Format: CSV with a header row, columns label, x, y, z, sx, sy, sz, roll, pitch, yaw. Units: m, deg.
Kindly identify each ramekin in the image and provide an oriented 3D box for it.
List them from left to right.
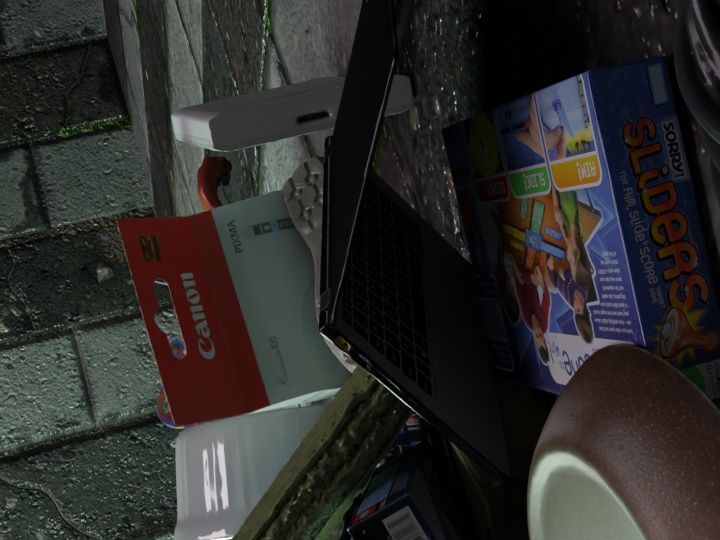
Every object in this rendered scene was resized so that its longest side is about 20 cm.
label,x,y,z,sx,sy,sz,roll,pitch,yaw
ramekin,-0.067,0.176,1.119,0.200,0.199,0.098,132,131,-75

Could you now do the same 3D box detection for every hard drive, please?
label,x,y,z,sx,sy,sz,roll,pitch,yaw
hard drive,-0.054,-0.110,0.888,0.200,0.131,0.026,-153,50,-74

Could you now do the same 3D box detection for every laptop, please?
label,x,y,z,sx,sy,sz,roll,pitch,yaw
laptop,0.040,-0.039,0.631,0.200,0.116,0.188,42,-156,-23

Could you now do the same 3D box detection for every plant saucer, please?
label,x,y,z,sx,sy,sz,roll,pitch,yaw
plant saucer,0.109,0.129,0.487,0.200,0.036,0.201,165,90,-75

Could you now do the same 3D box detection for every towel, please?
label,x,y,z,sx,sy,sz,roll,pitch,yaw
towel,-0.023,0.117,0.727,0.036,0.200,0.148,37,162,-2

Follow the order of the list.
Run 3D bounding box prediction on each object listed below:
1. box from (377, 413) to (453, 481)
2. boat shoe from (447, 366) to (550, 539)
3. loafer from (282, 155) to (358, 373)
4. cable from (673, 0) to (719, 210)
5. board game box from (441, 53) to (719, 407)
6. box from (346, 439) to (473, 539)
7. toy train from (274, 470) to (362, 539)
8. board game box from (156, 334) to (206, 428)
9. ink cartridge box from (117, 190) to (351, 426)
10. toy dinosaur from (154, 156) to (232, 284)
label,x,y,z,sx,sy,sz,roll,pitch,yaw
box,0.056,0.158,0.885,0.200,0.046,0.160,142,113,-77
boat shoe,0.094,0.134,0.663,0.066,0.071,0.201,75,173,-45
loafer,0.000,0.000,0.940,0.070,0.070,0.201,28,-145,-44
cable,0.132,-0.080,0.322,0.201,0.051,0.164,86,169,-46
board game box,0.092,-0.012,0.574,0.200,0.034,0.136,-177,74,-78
box,0.067,0.195,0.675,0.201,0.038,0.137,59,-173,1
toy train,-0.033,0.191,0.879,0.200,0.086,0.115,91,-157,-83
board game box,-0.113,0.061,1.173,0.039,0.200,0.158,55,180,-23
ink cartridge box,-0.071,0.021,0.965,0.047,0.199,0.161,-28,74,42
toy dinosaur,-0.069,-0.011,1.054,0.199,0.105,0.182,13,146,27
